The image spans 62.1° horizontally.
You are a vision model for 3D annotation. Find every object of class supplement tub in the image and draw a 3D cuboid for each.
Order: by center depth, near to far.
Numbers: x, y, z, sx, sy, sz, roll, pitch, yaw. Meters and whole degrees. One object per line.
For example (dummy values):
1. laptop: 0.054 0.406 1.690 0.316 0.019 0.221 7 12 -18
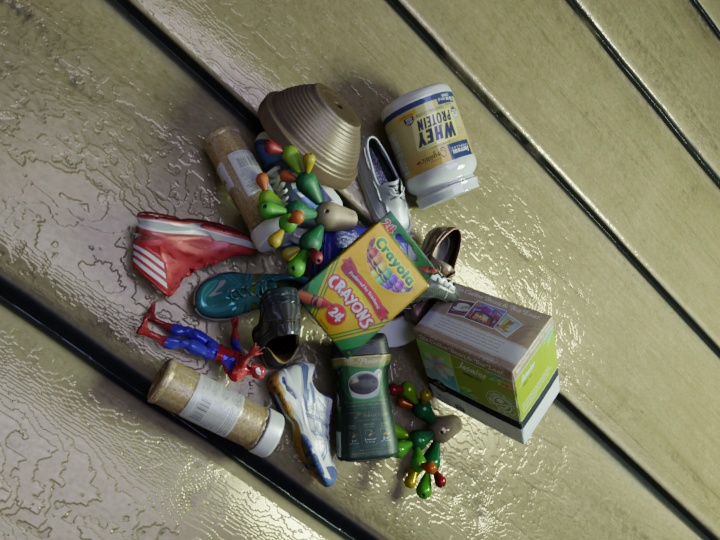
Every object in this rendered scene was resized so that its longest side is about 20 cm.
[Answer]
1. supplement tub: 0.134 -0.230 1.128 0.143 0.144 0.203 -22 91 -30

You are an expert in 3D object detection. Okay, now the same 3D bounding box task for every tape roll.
1. tape roll: 0.044 0.039 1.090 0.200 0.037 0.207 6 77 -29

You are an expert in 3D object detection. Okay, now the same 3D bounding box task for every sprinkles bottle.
1. sprinkles bottle: -0.211 0.205 0.888 0.199 0.068 0.069 33 67 -20
2. sprinkles bottle: -0.177 -0.130 0.948 0.068 0.068 0.202 -23 75 -30

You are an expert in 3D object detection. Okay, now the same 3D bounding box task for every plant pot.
1. plant pot: -0.064 -0.239 0.989 0.200 0.093 0.202 37 27 -23

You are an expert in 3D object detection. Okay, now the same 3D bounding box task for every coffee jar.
1. coffee jar: 0.005 0.205 0.986 0.102 0.085 0.204 -3 81 -5

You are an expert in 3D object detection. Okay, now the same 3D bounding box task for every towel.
1. towel: 0.000 0.000 1.009 0.198 0.049 0.151 5 83 -42

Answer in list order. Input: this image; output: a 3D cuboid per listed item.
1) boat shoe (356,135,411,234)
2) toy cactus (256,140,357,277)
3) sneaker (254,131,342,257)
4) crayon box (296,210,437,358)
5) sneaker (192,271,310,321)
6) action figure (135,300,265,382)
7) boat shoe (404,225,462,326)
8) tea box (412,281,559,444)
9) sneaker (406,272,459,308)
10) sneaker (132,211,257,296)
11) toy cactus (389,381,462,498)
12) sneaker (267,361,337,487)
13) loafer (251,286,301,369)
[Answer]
1. boat shoe: 0.049 -0.154 1.109 0.071 0.068 0.203 -23 92 -30
2. toy cactus: -0.073 -0.092 0.889 0.163 0.102 0.203 5 62 -37
3. sneaker: -0.128 -0.114 0.995 0.200 0.080 0.147 45 59 -21
4. crayon box: 0.012 0.018 0.908 0.199 0.051 0.127 -41 96 -6
5. sneaker: -0.166 0.032 0.948 0.197 0.079 0.079 -7 84 -30
6. action figure: -0.216 0.097 0.885 0.198 0.099 0.066 32 25 -18
7. boat shoe: 0.133 0.004 1.083 0.075 0.072 0.203 26 69 -22
8. tea box: 0.220 0.156 1.034 0.134 0.198 0.199 -43 133 -28
9. sneaker: 0.072 0.034 0.986 0.197 0.066 0.092 20 82 -23
10. sneaker: -0.258 -0.018 0.926 0.197 0.078 0.118 11 99 -34
11. toy cactus: 0.121 0.288 1.057 0.163 0.102 0.203 -8 76 -40
12. sneaker: -0.071 0.245 0.966 0.087 0.075 0.203 -25 94 -31
13. loafer: -0.124 0.107 0.893 0.071 0.201 0.073 -7 57 -12
